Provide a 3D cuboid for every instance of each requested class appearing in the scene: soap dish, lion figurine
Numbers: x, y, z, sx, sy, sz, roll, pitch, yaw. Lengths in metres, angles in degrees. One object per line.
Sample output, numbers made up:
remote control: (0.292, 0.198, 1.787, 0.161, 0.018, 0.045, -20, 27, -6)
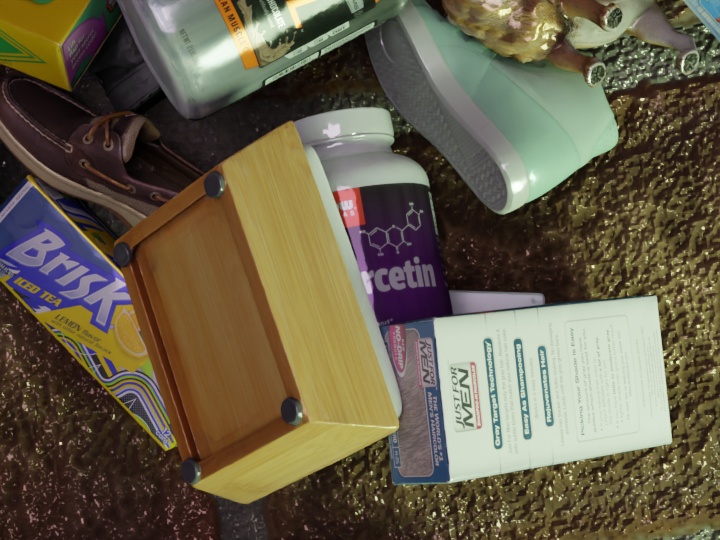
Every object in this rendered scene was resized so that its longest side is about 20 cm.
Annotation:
soap dish: (-0.070, 0.032, 1.150, 0.157, 0.081, 0.202, -30, 75, 44)
lion figurine: (0.154, -0.171, 1.209, 0.122, 0.198, 0.073, 34, 120, 47)

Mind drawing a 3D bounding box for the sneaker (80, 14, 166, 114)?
sneaker: (-0.140, -0.183, 1.274, 0.199, 0.060, 0.105, -35, 88, 9)

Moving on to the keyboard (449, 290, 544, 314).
keyboard: (0.027, 0.041, 1.273, 0.197, 0.011, 0.057, 2, 84, 8)

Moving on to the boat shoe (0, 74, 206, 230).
boat shoe: (-0.162, -0.080, 1.257, 0.199, 0.072, 0.072, 37, 127, 3)

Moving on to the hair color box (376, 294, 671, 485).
hair color box: (0.107, 0.073, 1.172, 0.060, 0.198, 0.101, -9, 86, 51)

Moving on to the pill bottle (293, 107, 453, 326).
pill bottle: (0.000, 0.000, 1.218, 0.111, 0.112, 0.202, -12, 83, 8)

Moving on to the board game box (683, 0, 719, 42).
board game box: (0.260, -0.217, 1.178, 0.199, 0.062, 0.201, -28, 85, -37)

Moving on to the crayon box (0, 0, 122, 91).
crayon box: (-0.223, -0.238, 1.239, 0.171, 0.058, 0.201, 23, 63, 11)

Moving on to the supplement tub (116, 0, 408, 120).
supplement tub: (-0.052, -0.192, 1.175, 0.199, 0.123, 0.123, -30, 85, -8)

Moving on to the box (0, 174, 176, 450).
box: (-0.172, 0.027, 1.271, 0.200, 0.064, 0.070, 45, 99, 7)

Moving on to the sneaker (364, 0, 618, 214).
sneaker: (0.088, -0.135, 1.247, 0.117, 0.074, 0.201, -24, 64, -24)
